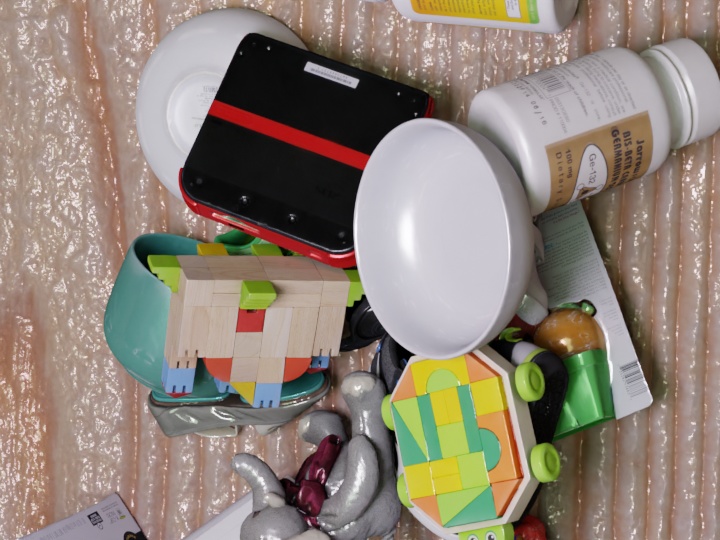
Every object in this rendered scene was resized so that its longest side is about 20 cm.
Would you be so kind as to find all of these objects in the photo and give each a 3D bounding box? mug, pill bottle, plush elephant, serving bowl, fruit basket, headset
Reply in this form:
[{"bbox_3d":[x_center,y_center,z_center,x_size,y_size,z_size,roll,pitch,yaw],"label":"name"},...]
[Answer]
[{"bbox_3d":[-0.160,0.059,1.759,0.185,0.151,0.115,44,116,42],"label":"mug"},{"bbox_3d":[0.202,-0.126,1.575,0.199,0.114,0.115,-20,89,-17],"label":"pill bottle"},{"bbox_3d":[-0.051,0.212,1.687,0.165,0.154,0.202,-32,71,64],"label":"plush elephant"},{"bbox_3d":[-0.134,-0.149,1.773,0.198,0.066,0.202,3,98,22],"label":"serving bowl"},{"bbox_3d":[0.090,-0.274,1.646,0.198,0.111,0.112,8,100,21],"label":"pill bottle"},{"bbox_3d":[0.154,0.060,1.690,0.184,0.094,0.201,-25,72,22],"label":"fruit basket"},{"bbox_3d":[0.000,0.000,1.715,0.199,0.094,0.124,-24,70,34],"label":"headset"},{"bbox_3d":[0.079,-0.028,1.556,0.199,0.065,0.202,10,103,50],"label":"serving bowl"}]

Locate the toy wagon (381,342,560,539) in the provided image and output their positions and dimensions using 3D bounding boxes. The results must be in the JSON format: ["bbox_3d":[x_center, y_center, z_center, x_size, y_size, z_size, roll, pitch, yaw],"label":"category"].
[{"bbox_3d":[0.096,0.165,1.580,0.154,0.039,0.202,-16,82,36],"label":"toy wagon"}]

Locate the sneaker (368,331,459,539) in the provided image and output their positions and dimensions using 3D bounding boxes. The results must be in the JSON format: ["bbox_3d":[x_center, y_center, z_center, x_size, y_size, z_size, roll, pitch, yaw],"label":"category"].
[{"bbox_3d":[0.060,0.139,1.670,0.073,0.112,0.201,-18,63,-16],"label":"sneaker"}]

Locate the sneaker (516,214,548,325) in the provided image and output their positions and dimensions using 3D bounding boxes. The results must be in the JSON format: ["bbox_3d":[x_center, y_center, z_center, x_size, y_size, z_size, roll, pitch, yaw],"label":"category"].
[{"bbox_3d":[0.143,-0.053,1.642,0.115,0.075,0.201,-35,53,12],"label":"sneaker"}]

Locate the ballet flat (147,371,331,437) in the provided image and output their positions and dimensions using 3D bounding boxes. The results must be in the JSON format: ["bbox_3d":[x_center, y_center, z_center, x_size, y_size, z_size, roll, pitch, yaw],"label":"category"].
[{"bbox_3d":[-0.113,0.132,1.815,0.198,0.068,0.064,-4,122,23],"label":"ballet flat"}]

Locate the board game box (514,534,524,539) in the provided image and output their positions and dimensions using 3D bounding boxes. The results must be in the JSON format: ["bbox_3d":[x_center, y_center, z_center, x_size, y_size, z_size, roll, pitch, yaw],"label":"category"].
[{"bbox_3d":[0.109,0.403,1.649,0.199,0.200,0.200,-33,103,22],"label":"board game box"}]

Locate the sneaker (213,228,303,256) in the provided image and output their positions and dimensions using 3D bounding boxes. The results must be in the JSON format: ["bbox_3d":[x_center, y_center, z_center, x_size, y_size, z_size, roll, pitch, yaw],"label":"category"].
[{"bbox_3d":[-0.059,-0.070,1.709,0.083,0.074,0.200,36,100,-27],"label":"sneaker"}]

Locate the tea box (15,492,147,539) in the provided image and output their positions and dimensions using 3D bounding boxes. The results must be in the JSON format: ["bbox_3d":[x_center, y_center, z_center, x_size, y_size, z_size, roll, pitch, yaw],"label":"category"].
[{"bbox_3d":[-0.279,0.353,1.826,0.133,0.200,0.197,-36,84,21],"label":"tea box"}]

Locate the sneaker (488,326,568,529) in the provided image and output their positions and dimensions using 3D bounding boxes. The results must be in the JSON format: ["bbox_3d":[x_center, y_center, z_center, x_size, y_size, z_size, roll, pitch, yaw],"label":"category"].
[{"bbox_3d":[0.121,0.146,1.630,0.083,0.071,0.201,28,108,33],"label":"sneaker"}]

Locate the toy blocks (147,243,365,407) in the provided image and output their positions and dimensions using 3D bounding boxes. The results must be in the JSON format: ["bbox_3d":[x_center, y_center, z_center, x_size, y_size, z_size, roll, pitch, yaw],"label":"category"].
[{"bbox_3d":[-0.096,0.059,1.663,0.198,0.100,0.138,0,116,-19],"label":"toy blocks"}]

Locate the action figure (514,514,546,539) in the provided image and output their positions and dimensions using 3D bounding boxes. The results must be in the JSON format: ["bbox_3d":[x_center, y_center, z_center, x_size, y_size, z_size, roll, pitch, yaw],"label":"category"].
[{"bbox_3d":[0.094,0.236,1.736,0.199,0.065,0.099,34,101,16],"label":"action figure"}]

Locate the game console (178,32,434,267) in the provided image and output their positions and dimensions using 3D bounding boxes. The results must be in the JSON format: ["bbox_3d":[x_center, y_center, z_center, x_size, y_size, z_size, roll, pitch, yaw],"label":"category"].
[{"bbox_3d":[-0.053,-0.109,1.677,0.199,0.031,0.178,21,76,16],"label":"game console"}]

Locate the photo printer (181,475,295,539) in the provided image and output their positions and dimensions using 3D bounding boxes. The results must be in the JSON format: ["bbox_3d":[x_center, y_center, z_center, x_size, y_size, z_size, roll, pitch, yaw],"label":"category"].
[{"bbox_3d":[-0.097,0.309,1.815,0.200,0.069,0.167,-37,82,18],"label":"photo printer"}]
